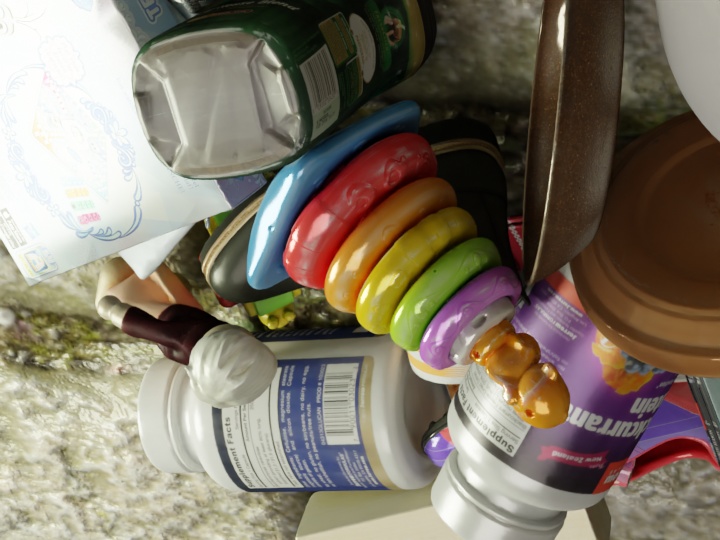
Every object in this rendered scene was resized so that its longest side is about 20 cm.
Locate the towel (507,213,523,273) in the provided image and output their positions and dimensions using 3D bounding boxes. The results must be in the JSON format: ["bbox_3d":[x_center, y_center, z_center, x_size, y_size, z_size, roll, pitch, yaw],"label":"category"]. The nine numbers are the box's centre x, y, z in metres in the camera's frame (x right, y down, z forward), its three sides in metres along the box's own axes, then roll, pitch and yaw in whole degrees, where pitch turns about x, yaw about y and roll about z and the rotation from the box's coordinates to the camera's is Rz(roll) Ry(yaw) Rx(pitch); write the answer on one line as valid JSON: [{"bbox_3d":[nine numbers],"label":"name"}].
[{"bbox_3d":[0.139,0.010,1.385,0.200,0.023,0.145,-9,131,31],"label":"towel"}]

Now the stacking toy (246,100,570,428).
[{"bbox_3d":[0.044,0.012,1.186,0.200,0.110,0.116,44,137,19],"label":"stacking toy"}]

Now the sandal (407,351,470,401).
[{"bbox_3d":[0.072,0.058,1.405,0.079,0.059,0.207,0,137,22],"label":"sandal"}]

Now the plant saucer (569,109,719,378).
[{"bbox_3d":[0.211,-0.027,1.184,0.200,0.201,0.032,-1,138,22],"label":"plant saucer"}]

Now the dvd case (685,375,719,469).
[{"bbox_3d":[0.271,0.079,1.319,0.022,0.146,0.200,26,150,45],"label":"dvd case"}]

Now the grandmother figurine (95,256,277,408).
[{"bbox_3d":[-0.112,0.038,1.398,0.121,0.200,0.061,9,100,-30],"label":"grandmother figurine"}]

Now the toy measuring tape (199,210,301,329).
[{"bbox_3d":[-0.079,-0.033,1.387,0.073,0.074,0.200,-1,133,23],"label":"toy measuring tape"}]

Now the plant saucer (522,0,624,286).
[{"bbox_3d":[0.115,-0.090,1.167,0.037,0.201,0.201,4,136,0],"label":"plant saucer"}]

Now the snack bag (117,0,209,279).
[{"bbox_3d":[-0.150,-0.104,1.347,0.189,0.021,0.200,45,135,3],"label":"snack bag"}]

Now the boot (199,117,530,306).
[{"bbox_3d":[0.000,0.000,1.297,0.200,0.138,0.077,-27,135,16],"label":"boot"}]

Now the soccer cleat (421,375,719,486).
[{"bbox_3d":[0.139,0.109,1.393,0.200,0.073,0.068,-12,156,6],"label":"soccer cleat"}]

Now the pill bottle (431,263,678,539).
[{"bbox_3d":[0.121,0.073,1.303,0.111,0.111,0.200,25,114,-4],"label":"pill bottle"}]

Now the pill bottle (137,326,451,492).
[{"bbox_3d":[-0.047,0.096,1.480,0.200,0.111,0.111,-3,132,25],"label":"pill bottle"}]

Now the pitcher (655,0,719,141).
[{"bbox_3d":[0.225,-0.156,1.112,0.171,0.121,0.200,-15,116,39],"label":"pitcher"}]

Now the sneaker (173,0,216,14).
[{"bbox_3d":[-0.060,-0.189,1.173,0.200,0.140,0.078,-10,128,30],"label":"sneaker"}]

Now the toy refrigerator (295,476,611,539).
[{"bbox_3d":[0.065,0.175,1.482,0.200,0.070,0.076,-16,110,17],"label":"toy refrigerator"}]

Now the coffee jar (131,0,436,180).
[{"bbox_3d":[-0.036,-0.120,1.196,0.104,0.200,0.085,-8,107,27],"label":"coffee jar"}]

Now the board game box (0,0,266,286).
[{"bbox_3d":[-0.181,-0.106,1.322,0.199,0.043,0.200,-17,106,43],"label":"board game box"}]
